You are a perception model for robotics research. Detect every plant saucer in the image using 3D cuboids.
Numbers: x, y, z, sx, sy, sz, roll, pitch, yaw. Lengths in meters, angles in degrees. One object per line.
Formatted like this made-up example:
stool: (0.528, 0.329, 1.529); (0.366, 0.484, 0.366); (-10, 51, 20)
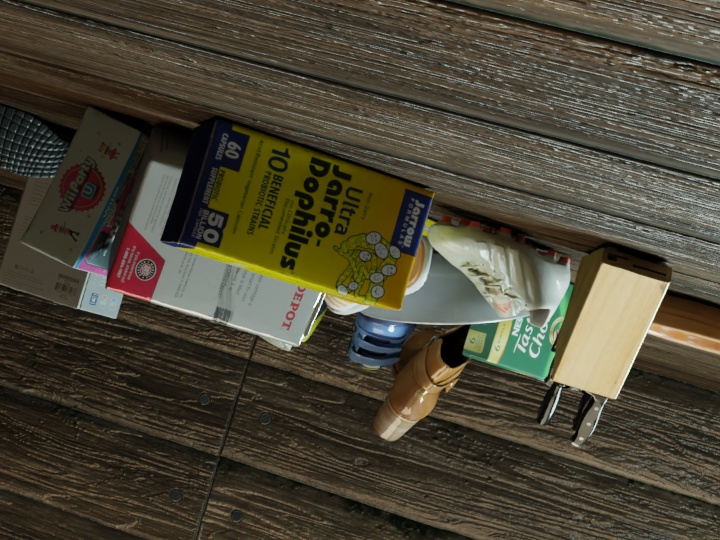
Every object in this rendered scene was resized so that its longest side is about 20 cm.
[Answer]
plant saucer: (0.363, 0.060, 1.598); (0.200, 0.038, 0.200); (16, 178, 1)

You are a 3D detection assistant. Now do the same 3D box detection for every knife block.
knife block: (0.214, 0.075, 1.357); (0.064, 0.176, 0.200); (16, 177, 1)

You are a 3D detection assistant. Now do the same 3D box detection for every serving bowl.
serving bowl: (0.094, 0.008, 1.598); (0.200, 0.066, 0.200); (-2, -172, 0)

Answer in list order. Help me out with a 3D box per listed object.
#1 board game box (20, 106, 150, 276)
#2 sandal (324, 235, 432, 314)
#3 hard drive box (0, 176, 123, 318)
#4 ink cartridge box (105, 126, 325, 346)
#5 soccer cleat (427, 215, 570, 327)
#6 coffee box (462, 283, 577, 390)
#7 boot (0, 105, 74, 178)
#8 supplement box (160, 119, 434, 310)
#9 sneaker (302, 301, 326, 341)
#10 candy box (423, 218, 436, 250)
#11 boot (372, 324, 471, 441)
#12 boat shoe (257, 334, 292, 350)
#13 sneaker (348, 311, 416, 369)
board game box: (-0.251, -0.070, 1.501); (0.064, 0.148, 0.200); (26, 179, 10)
sandal: (0.002, -0.008, 1.508); (0.059, 0.079, 0.207); (17, 163, -24)
hard drive box: (-0.360, -0.056, 1.901); (0.156, 0.200, 0.077); (16, 178, 33)
ink cartridge box: (-0.126, -0.031, 1.426); (0.200, 0.145, 0.083); (18, -157, -14)
soccer cleat: (0.134, 0.003, 1.421); (0.069, 0.078, 0.200); (14, 176, 44)
coffee box: (0.209, 0.066, 1.755); (0.044, 0.123, 0.200); (15, 175, 45)
boot: (-0.381, -0.142, 1.753); (0.200, 0.070, 0.132); (23, 179, -30)
supplement box: (-0.056, -0.046, 1.283); (0.200, 0.109, 0.110); (17, 177, -16)
sneaker: (-0.097, 0.009, 1.748); (0.082, 0.074, 0.200); (28, 153, 23)
candy box: (0.001, -0.048, 1.577); (0.200, 0.026, 0.102); (7, 170, 42)
boot: (0.090, 0.103, 1.810); (0.077, 0.155, 0.200); (39, -141, 1)
boat shoe: (-0.129, 0.005, 1.549); (0.202, 0.060, 0.072); (39, 164, 25)
sneaker: (0.024, 0.080, 1.801); (0.074, 0.082, 0.200); (17, 175, 2)
